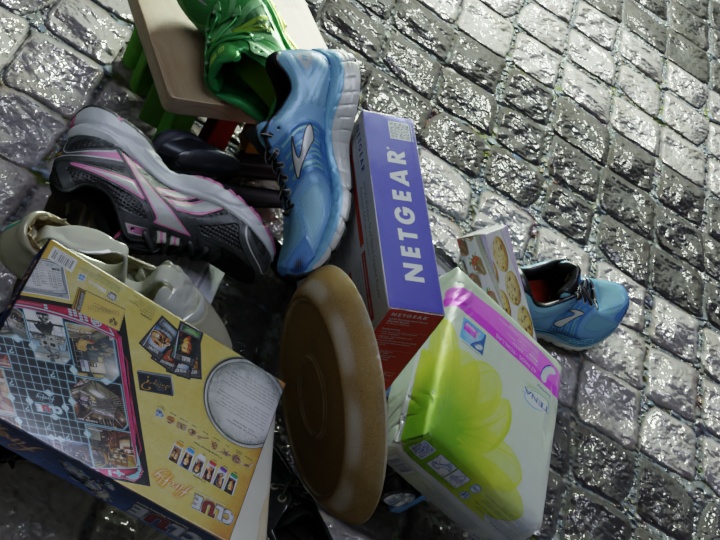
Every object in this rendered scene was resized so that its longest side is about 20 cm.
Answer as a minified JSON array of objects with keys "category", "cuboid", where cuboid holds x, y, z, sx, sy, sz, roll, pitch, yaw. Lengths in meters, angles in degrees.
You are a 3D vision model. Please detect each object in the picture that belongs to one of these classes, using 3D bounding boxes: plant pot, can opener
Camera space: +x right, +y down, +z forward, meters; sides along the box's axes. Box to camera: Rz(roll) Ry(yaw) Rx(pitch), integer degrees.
[{"category":"plant pot","cuboid":[-0.028,0.097,0.930,0.027,0.200,0.201,-6,59,-21]},{"category":"can opener","cuboid":[-0.122,-0.083,1.103,0.079,0.064,0.200,32,13,36]}]

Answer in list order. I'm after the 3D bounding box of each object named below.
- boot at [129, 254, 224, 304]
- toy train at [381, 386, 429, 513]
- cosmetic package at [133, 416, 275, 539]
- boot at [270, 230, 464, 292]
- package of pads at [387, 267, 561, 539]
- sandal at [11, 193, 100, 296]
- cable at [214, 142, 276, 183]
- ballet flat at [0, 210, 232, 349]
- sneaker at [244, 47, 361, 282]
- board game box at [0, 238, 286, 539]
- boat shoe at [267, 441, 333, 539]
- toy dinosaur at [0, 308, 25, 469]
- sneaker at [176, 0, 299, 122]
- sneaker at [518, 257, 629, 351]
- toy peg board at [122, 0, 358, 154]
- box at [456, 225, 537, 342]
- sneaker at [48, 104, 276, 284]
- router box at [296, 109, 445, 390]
[{"category":"boot","cuboid":[-0.174,0.013,1.032,0.095,0.074,0.200,28,36,-7]},{"category":"toy train","cuboid":[0.042,0.120,1.086,0.114,0.087,0.201,17,50,-35]},{"category":"cosmetic package","cuboid":[-0.119,0.201,0.875,0.073,0.104,0.201,18,56,-23]},{"category":"boot","cuboid":[0.007,0.011,1.171,0.200,0.070,0.132,36,50,3]},{"category":"package of pads","cuboid":[0.099,0.120,1.032,0.154,0.068,0.200,43,40,-23]},{"category":"sandal","cuboid":[-0.238,-0.013,1.005,0.054,0.080,0.201,41,34,-33]},{"category":"cable","cuboid":[-0.114,-0.096,1.185,0.097,0.050,0.200,46,54,6]},{"category":"ballet flat","cuboid":[-0.177,0.012,0.915,0.199,0.069,0.070,26,45,-19]},{"category":"sneaker","cuboid":[-0.058,-0.090,0.998,0.090,0.078,0.201,8,78,-23]},{"category":"board game box","cuboid":[-0.158,0.087,0.818,0.200,0.035,0.136,34,50,-18]},{"category":"boat shoe","cuboid":[-0.058,0.200,0.968,0.068,0.057,0.201,-10,63,-40]},{"category":"toy dinosaur","cuboid":[-0.248,0.106,0.866,0.102,0.136,0.200,43,68,1]},{"category":"sneaker","cuboid":[-0.107,-0.200,1.069,0.083,0.074,0.200,-15,59,-48]},{"category":"sneaker","cuboid":[0.216,0.032,1.265,0.199,0.090,0.079,-1,57,-36]},{"category":"toy peg board","cuboid":[-0.133,-0.188,1.175,0.198,0.098,0.201,4,48,-33]},{"category":"box","cuboid":[0.144,0.057,1.179,0.041,0.039,0.201,-19,97,-43]},{"category":"sneaker","cuboid":[-0.169,-0.040,0.985,0.200,0.080,0.087,33,59,-11]},{"category":"router box","cuboid":[0.000,0.000,1.013,0.049,0.180,0.201,8,54,-21]}]
